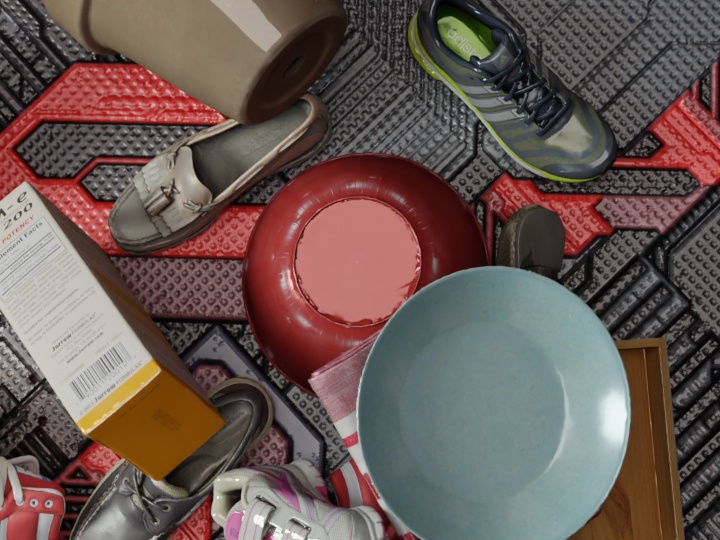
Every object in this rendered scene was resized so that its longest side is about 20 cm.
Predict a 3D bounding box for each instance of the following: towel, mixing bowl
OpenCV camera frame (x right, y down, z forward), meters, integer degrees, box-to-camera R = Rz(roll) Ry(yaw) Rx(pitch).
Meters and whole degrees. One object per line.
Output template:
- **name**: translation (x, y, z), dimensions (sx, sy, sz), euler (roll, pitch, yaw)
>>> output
- **towel**: translation (0.071, 0.125, 1.146), dimensions (0.143, 0.023, 0.201), euler (-31, 94, -14)
- **mixing bowl**: translation (0.000, 0.000, 1.213), dimensions (0.198, 0.108, 0.203), euler (-1, 83, 5)

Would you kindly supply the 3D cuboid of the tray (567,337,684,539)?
- **tray**: translation (0.186, 0.155, 1.202), dimensions (0.097, 0.037, 0.202), euler (-3, 86, -13)

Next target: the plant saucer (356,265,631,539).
- **plant saucer**: translation (0.090, 0.099, 1.121), dimensions (0.199, 0.039, 0.204), euler (1, 88, -14)

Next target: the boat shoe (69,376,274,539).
- **boat shoe**: translation (-0.148, 0.158, 1.223), dimensions (0.200, 0.065, 0.072), euler (-41, 84, -1)

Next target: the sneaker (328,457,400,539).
- **sneaker**: translation (0.053, 0.214, 1.200), dimensions (0.112, 0.071, 0.201), euler (-31, 75, -4)

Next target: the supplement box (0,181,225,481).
- **supplement box**: translation (-0.198, 0.045, 1.181), dimensions (0.073, 0.126, 0.200), euler (-39, 61, -1)

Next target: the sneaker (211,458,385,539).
- **sneaker**: translation (-0.049, 0.195, 1.144), dimensions (0.087, 0.200, 0.082), euler (3, 100, -28)

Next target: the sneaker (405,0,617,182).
- **sneaker**: translation (0.114, -0.142, 1.235), dimensions (0.199, 0.081, 0.074), euler (39, 87, 7)

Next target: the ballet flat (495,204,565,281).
- **ballet flat**: translation (0.115, 0.049, 1.234), dimensions (0.067, 0.046, 0.202), euler (9, 89, -27)

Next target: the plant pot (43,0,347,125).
- **plant pot**: translation (-0.107, -0.204, 1.192), dimensions (0.200, 0.200, 0.175), euler (-45, 78, -2)

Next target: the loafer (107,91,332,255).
- **loafer**: translation (-0.114, -0.083, 1.252), dimensions (0.199, 0.063, 0.072), euler (-31, 83, -1)

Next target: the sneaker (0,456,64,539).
- **sneaker**: translation (-0.289, 0.147, 1.186), dimensions (0.112, 0.071, 0.202), euler (-28, 123, -17)

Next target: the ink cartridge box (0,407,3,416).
- **ink cartridge box**: translation (-0.405, 0.125, 1.256), dimensions (0.199, 0.057, 0.163), euler (31, 86, 11)
